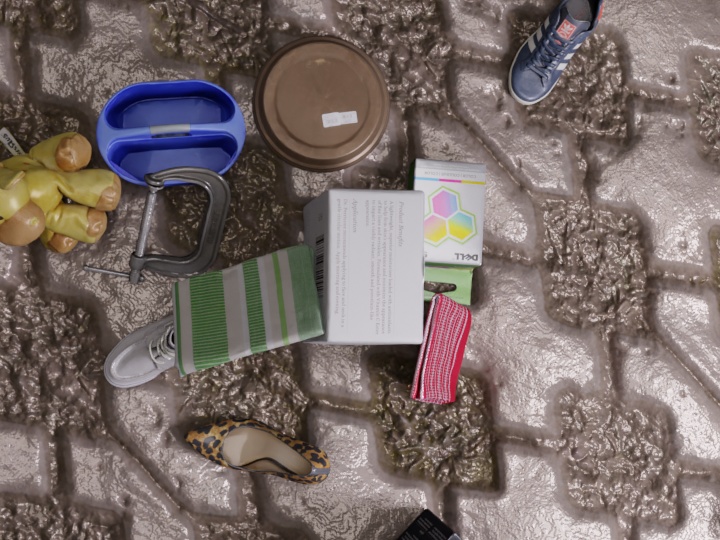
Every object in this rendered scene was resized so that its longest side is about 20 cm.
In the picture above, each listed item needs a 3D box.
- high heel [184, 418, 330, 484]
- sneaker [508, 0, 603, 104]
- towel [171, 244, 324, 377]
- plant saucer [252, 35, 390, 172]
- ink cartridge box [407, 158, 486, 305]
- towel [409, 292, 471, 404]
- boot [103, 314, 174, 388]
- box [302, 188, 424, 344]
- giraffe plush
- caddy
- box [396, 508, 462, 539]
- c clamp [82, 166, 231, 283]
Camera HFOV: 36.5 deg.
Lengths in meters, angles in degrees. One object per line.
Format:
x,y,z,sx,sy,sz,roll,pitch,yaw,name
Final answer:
-0.140,0.242,1.468,0.200,0.143,0.071,11,85,-6,high heel
0.284,-0.333,1.581,0.075,0.085,0.200,32,84,-4,sneaker
-0.149,0.050,1.413,0.200,0.023,0.153,-17,51,9,towel
-0.055,-0.241,1.566,0.200,0.029,0.200,0,86,-7,plant saucer
0.118,-0.055,1.557,0.104,0.059,0.200,4,86,-6,ink cartridge box
0.113,0.110,1.486,0.022,0.200,0.145,11,85,18,towel
-0.263,0.095,1.487,0.200,0.096,0.074,-32,90,-7,boot
0.000,0.000,1.465,0.131,0.200,0.199,2,86,-12,box
-0.438,-0.097,1.419,0.200,0.162,0.173,35,114,1,giraffe plush
-0.258,-0.186,1.499,0.200,0.105,0.142,-5,86,-7,caddy
0.079,0.432,1.454,0.182,0.200,0.104,-44,93,-6,box
-0.269,-0.059,1.488,0.171,0.027,0.200,14,117,-19,c clamp
